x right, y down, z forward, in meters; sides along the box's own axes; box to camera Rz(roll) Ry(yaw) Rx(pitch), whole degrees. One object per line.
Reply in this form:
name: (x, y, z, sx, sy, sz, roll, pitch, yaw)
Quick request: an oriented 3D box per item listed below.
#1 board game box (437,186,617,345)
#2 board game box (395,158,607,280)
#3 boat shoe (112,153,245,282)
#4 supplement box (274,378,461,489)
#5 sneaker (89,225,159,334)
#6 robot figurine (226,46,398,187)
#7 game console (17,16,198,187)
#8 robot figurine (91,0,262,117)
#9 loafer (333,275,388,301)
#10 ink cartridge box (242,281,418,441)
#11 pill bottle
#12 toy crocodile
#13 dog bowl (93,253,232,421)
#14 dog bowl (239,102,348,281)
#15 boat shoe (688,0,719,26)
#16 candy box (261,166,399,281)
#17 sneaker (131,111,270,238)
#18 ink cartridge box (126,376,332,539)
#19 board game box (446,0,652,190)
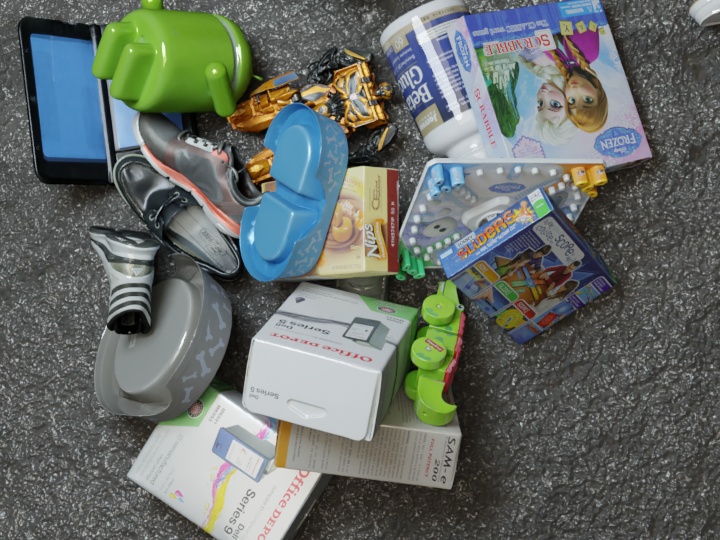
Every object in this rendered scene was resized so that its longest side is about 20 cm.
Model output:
board game box: (0.186, 0.000, 1.517, 0.135, 0.200, 0.035, -33, 54, 13)
board game box: (0.147, -0.051, 1.507, 0.198, 0.201, 0.026, -1, 57, -14)
boat shoe: (-0.212, -0.059, 1.629, 0.074, 0.066, 0.200, -41, 100, 0)
supplement box: (0.007, 0.173, 1.547, 0.198, 0.126, 0.074, 8, 111, -4)
sneaker: (-0.281, 0.012, 1.607, 0.075, 0.200, 0.117, 6, 95, -17)
robot figurine: (-0.053, -0.179, 1.636, 0.198, 0.058, 0.146, -21, 84, 14)
game console: (-0.297, -0.209, 1.656, 0.174, 0.116, 0.202, -8, 86, 9)
robot figurine: (-0.209, -0.241, 1.605, 0.175, 0.199, 0.116, 45, 124, 33)
loafer: (0.000, 0.000, 1.614, 0.069, 0.070, 0.202, 3, 90, 10)
ink cartridge box: (-0.028, 0.094, 1.509, 0.144, 0.200, 0.085, 13, 110, 9)
pill bottle: (0.109, -0.200, 1.590, 0.110, 0.111, 0.202, -25, 83, 7)
toy crocodile: (0.089, 0.088, 1.547, 0.061, 0.201, 0.068, 12, 129, 4)
dog bowl: (-0.225, 0.083, 1.603, 0.199, 0.058, 0.202, -31, 43, 34)
dog bowl: (-0.071, -0.084, 1.538, 0.111, 0.049, 0.202, 33, 111, 49)
boat shoe: (0.473, -0.300, 1.557, 0.198, 0.071, 0.070, -15, 82, 7)
candy box: (-0.038, -0.050, 1.575, 0.199, 0.055, 0.117, -5, 83, 52)
sneaker: (-0.177, -0.131, 1.616, 0.200, 0.077, 0.082, 44, 120, 2)
ink cartridge box: (-0.147, 0.231, 1.618, 0.199, 0.087, 0.146, 33, 91, 8)
board game box: (0.214, -0.198, 1.554, 0.198, 0.041, 0.201, -15, 84, -29)
